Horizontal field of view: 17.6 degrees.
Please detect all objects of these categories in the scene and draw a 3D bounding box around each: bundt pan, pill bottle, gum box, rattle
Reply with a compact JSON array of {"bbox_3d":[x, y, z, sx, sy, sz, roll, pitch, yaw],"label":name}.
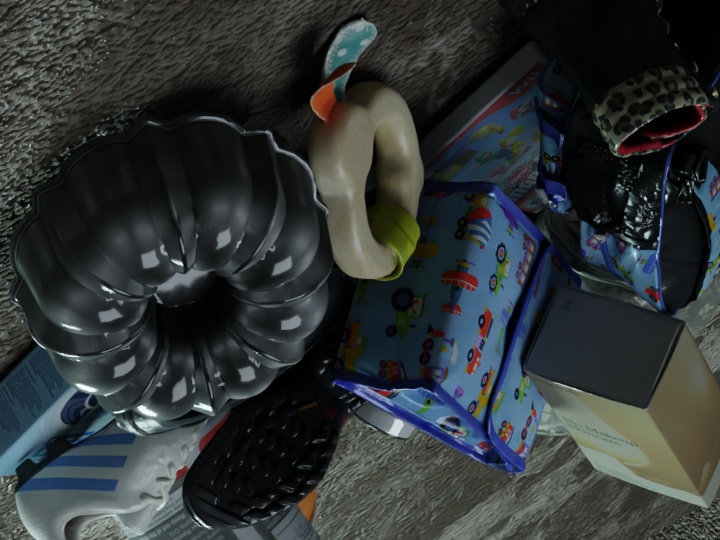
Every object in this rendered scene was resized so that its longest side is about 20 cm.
[{"bbox_3d":[-0.106,0.010,1.378,0.200,0.076,0.203,-10,131,-12],"label":"bundt pan"},{"bbox_3d":[-0.090,0.206,1.686,0.113,0.201,0.114,-35,-175,4],"label":"pill bottle"},{"bbox_3d":[-0.162,0.062,1.612,0.200,0.045,0.169,-43,160,27],"label":"gum box"},{"bbox_3d":[-0.039,-0.081,1.482,0.131,0.142,0.200,-62,150,-14],"label":"rattle"}]

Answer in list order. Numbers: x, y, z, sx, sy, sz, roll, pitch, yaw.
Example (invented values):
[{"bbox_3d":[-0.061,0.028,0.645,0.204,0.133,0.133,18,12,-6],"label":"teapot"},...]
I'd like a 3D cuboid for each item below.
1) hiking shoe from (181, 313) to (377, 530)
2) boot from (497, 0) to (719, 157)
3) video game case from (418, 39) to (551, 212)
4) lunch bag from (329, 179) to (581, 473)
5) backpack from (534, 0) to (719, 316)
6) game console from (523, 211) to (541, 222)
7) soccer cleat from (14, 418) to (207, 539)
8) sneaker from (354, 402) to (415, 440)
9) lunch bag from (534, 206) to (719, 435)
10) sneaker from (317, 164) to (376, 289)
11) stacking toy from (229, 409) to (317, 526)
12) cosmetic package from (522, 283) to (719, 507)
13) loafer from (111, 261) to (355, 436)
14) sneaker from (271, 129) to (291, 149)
[{"bbox_3d":[-0.058,0.113,1.601,0.200,0.076,0.101,-44,-172,-33],"label":"hiking shoe"},{"bbox_3d":[0.180,-0.152,1.472,0.203,0.154,0.074,-15,155,-45],"label":"boot"},{"bbox_3d":[0.126,-0.100,1.686,0.143,0.018,0.199,-42,155,23],"label":"video game case"},{"bbox_3d":[0.084,0.044,1.621,0.093,0.152,0.200,5,161,36],"label":"lunch bag"},{"bbox_3d":[0.203,-0.079,1.591,0.183,0.134,0.201,-57,154,-31],"label":"backpack"},{"bbox_3d":[0.125,-0.069,1.808,0.200,0.031,0.176,-43,154,24],"label":"game console"},{"bbox_3d":[-0.144,0.127,1.593,0.199,0.087,0.070,-36,162,7],"label":"soccer cleat"},{"bbox_3d":[0.038,0.039,1.802,0.121,0.083,0.200,-60,-168,16],"label":"sneaker"},{"bbox_3d":[0.167,0.031,1.801,0.167,0.140,0.201,-10,141,-42],"label":"lunch bag"},{"bbox_3d":[0.000,0.000,1.664,0.075,0.088,0.200,-25,159,-18],"label":"sneaker"},{"bbox_3d":[-0.071,0.118,1.767,0.145,0.147,0.201,-18,152,-39],"label":"stacking toy"},{"bbox_3d":[0.199,0.093,1.670,0.072,0.105,0.200,-64,149,-15],"label":"cosmetic package"},{"bbox_3d":[-0.075,0.052,1.528,0.200,0.069,0.070,-31,-156,-31],"label":"loafer"},{"bbox_3d":[-0.125,-0.018,1.432,0.200,0.075,0.086,-40,155,17],"label":"sneaker"}]
